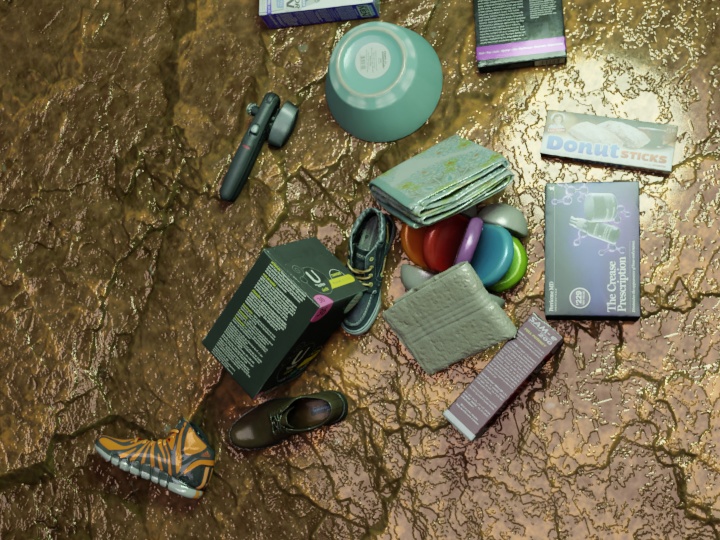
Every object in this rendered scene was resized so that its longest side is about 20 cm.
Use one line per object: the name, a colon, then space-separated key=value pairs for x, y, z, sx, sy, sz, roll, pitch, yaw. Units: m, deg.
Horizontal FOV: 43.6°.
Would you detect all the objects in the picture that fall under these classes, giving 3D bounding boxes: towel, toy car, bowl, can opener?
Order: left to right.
can opener: x=-0.181 y=-0.205 z=1.502 sx=0.078 sy=0.063 sz=0.201 roll=31 pitch=90 yaw=15
bowl: x=0.027 y=-0.317 z=1.449 sx=0.199 sy=0.105 sz=0.203 roll=-2 pitch=83 yaw=13
towel: x=0.118 y=-0.135 z=1.356 sx=0.170 sy=0.200 sz=0.048 roll=-27 pitch=117 yaw=-10
towel: x=0.129 y=0.074 z=1.337 sx=0.133 sy=0.034 sz=0.200 roll=52 pitch=137 yaw=-7
toy car: x=0.153 y=-0.034 z=1.355 sx=0.199 sy=0.150 sz=0.176 roll=20 pitch=87 yaw=15

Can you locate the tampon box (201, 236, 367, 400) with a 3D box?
tampon box: x=-0.115 y=0.069 z=1.373 sx=0.126 sy=0.150 sz=0.200 roll=44 pitch=117 yaw=14

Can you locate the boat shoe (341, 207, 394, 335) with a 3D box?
boat shoe: x=0.000 y=0.000 z=1.417 sx=0.070 sy=0.091 sz=0.202 roll=12 pitch=85 yaw=14

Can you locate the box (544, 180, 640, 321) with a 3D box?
box: x=0.346 y=-0.027 z=1.349 sx=0.140 sy=0.079 sz=0.202 roll=-1 pitch=82 yaw=16

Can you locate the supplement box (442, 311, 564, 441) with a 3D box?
supplement box: x=0.215 y=0.159 z=1.336 sx=0.061 sy=0.109 sz=0.200 roll=41 pitch=94 yaw=16

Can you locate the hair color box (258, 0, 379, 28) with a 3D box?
hair color box: x=-0.070 y=-0.480 z=1.516 sx=0.198 sy=0.065 sz=0.110 roll=-3 pitch=81 yaw=11

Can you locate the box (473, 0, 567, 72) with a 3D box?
box: x=0.254 y=-0.426 z=1.448 sx=0.142 sy=0.036 sz=0.202 roll=-4 pitch=83 yaw=12

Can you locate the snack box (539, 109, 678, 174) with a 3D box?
snack box: x=0.383 y=-0.200 z=1.390 sx=0.198 sy=0.024 sz=0.073 roll=10 pitch=86 yaw=14

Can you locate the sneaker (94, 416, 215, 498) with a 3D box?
sneaker: x=-0.327 y=0.284 z=1.469 sx=0.199 sy=0.078 sz=0.113 roll=21 pitch=83 yaw=4

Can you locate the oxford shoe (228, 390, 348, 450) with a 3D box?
oxford shoe: x=-0.124 y=0.233 z=1.418 sx=0.199 sy=0.084 sz=0.073 roll=-22 pitch=80 yaw=11
